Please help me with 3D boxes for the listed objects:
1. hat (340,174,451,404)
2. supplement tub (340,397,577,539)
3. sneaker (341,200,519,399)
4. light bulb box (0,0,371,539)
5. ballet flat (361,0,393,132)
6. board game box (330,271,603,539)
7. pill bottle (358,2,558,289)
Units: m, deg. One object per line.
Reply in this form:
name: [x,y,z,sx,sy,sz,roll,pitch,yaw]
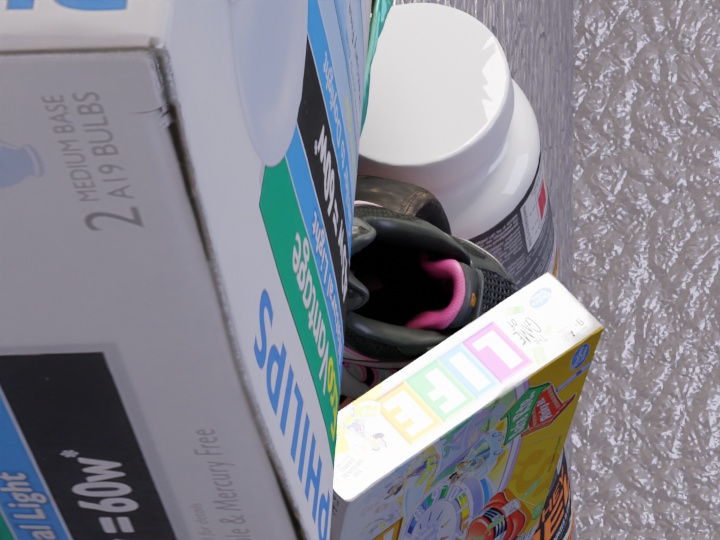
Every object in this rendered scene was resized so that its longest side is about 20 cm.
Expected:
hat: [0.000,0.000,1.151,0.201,0.081,0.201,-2,90,-82]
supplement tub: [0.046,0.105,1.310,0.200,0.122,0.123,74,18,-55]
sneaker: [0.017,0.014,1.023,0.200,0.086,0.081,7,87,-55]
light bulb box: [-0.072,-0.061,0.536,0.198,0.124,0.201,77,14,-55]
ballet flat: [-0.015,-0.123,1.078,0.070,0.067,0.201,108,-10,-58]
board game box: [0.024,0.100,1.047,0.034,0.134,0.200,46,-28,23]
pill bottle: [0.039,-0.043,1.300,0.200,0.116,0.117,75,17,-60]
